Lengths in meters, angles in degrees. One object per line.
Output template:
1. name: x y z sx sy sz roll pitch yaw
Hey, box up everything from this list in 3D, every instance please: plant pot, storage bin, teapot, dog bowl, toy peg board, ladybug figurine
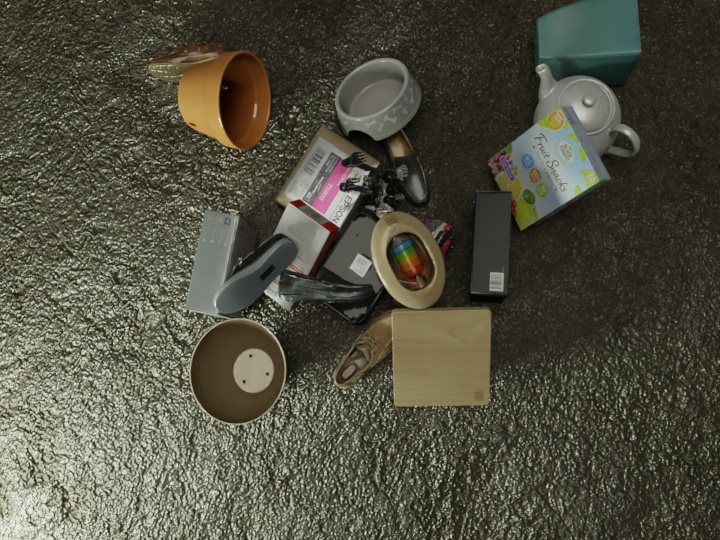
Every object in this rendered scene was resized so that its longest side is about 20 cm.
1. plant pot: -0.236 0.206 1.225 0.194 0.135 0.207 -1 82 5
2. plant pot: -0.305 -0.375 1.304 0.136 0.200 0.206 10 81 23
3. storage bin: 0.000 0.000 1.259 0.133 0.094 0.203 33 86 9
4. teapot: 0.466 -0.325 1.244 0.193 0.146 0.204 -5 81 3
5. dog bowl: 0.032 -0.376 1.287 0.195 0.059 0.205 -13 56 19
6. toy peg board: 0.164 0.163 1.221 0.193 0.098 0.206 -1 106 5
7. ladybug figurine: 0.090 -0.022 1.174 0.133 0.072 0.205 -25 91 -7
8. plant pot: 0.478 -0.489 1.278 0.193 0.141 0.146 -2 81 12

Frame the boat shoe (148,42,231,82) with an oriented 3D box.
1. boat shoe: -0.393 -0.488 1.381 0.193 0.072 0.070 -7 75 -3

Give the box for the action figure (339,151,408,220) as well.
1. action figure: 0.043 -0.165 1.223 0.100 0.198 0.123 12 86 38

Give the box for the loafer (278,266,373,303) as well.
1. loafer: -0.070 0.028 1.179 0.194 0.068 0.073 2 89 9

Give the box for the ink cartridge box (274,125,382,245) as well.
1. ink cartridge box: -0.068 -0.185 1.303 0.162 0.075 0.203 31 84 10

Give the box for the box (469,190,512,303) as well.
1. box: 0.266 -0.044 1.218 0.076 0.141 0.207 3 81 13

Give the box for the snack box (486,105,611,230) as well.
1. snack box: 0.380 -0.206 1.215 0.199 0.067 0.172 -36 74 43

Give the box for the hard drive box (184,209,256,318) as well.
1. hard drive box: -0.289 -0.006 1.252 0.074 0.156 0.206 9 81 6

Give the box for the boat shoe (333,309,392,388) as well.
1. boat shoe: 0.019 0.168 1.245 0.071 0.065 0.201 39 86 9

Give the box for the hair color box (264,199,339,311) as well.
1. hair color box: -0.140 -0.032 1.252 0.110 0.064 0.203 34 110 9

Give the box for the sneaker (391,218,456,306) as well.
1. sneaker: 0.128 -0.014 1.267 0.074 0.081 0.203 30 84 37

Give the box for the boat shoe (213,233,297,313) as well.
1. boat shoe: -0.216 0.000 1.176 0.199 0.074 0.068 -46 44 -8

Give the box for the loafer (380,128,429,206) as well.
1. loafer: 0.094 -0.237 1.298 0.071 0.072 0.204 -27 81 -1
